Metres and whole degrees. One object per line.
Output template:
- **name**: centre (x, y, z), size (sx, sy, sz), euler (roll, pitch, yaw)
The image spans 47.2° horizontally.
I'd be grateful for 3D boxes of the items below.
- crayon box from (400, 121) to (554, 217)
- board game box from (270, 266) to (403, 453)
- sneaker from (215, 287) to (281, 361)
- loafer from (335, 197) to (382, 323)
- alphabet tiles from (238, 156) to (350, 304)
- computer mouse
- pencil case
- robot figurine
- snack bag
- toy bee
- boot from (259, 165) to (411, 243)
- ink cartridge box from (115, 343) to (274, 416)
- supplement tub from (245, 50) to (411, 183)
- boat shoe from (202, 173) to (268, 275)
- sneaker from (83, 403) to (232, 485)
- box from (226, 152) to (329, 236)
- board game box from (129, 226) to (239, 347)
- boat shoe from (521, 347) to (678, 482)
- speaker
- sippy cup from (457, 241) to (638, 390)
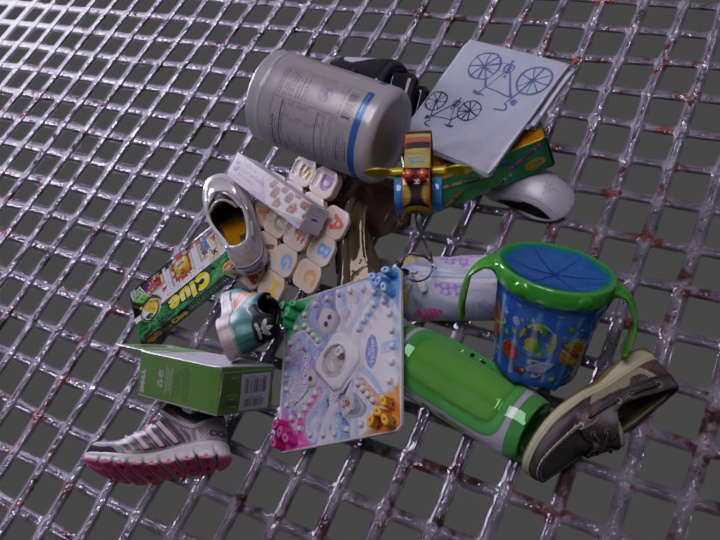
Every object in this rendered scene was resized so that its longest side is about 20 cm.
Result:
- **crayon box**: centre (0.156, -0.167, 1.141), size (0.197, 0.058, 0.120), euler (-21, 49, 14)
- **board game box**: centre (-0.032, 0.110, 1.015), size (0.198, 0.026, 0.204), euler (-19, 59, 36)
- **sneaker**: centre (-0.141, 0.063, 1.090), size (0.079, 0.073, 0.200), euler (-19, 15, -1)
- **loafer**: centre (0.000, 0.000, 1.116), size (0.066, 0.076, 0.204), euler (4, 73, -7)
- **alphabet tiles**: centre (-0.100, -0.057, 1.147), size (0.195, 0.014, 0.203), euler (32, 96, 41)
- **computer mouse**: centre (0.208, -0.130, 1.151), size (0.198, 0.044, 0.110), euler (24, 66, 33)
- **pencil case**: centre (0.144, 0.018, 1.039), size (0.196, 0.091, 0.084), euler (-1, 51, 19)
- **robot figurine**: centre (0.003, -0.259, 1.239), size (0.197, 0.152, 0.125), euler (11, 43, 31)
- **snack bag**: centre (0.166, -0.222, 1.122), size (0.187, 0.021, 0.201), euler (28, 77, 41)
- **toy bee**: centre (0.078, -0.109, 1.018), size (0.129, 0.109, 0.202), euler (-18, 58, -5)
- **boot**: centre (-0.034, -0.075, 1.199), size (0.198, 0.064, 0.188), euler (24, 77, 24)
- **ink cartridge box**: centre (-0.219, 0.138, 1.067), size (0.197, 0.103, 0.061), euler (6, 90, 34)
- **supplement tub**: centre (-0.042, -0.210, 1.117), size (0.197, 0.133, 0.133), euler (24, 66, 23)
- **boat shoe**: centre (-0.187, -0.083, 1.163), size (0.070, 0.070, 0.202), euler (-26, 49, 0)
- **sneaker**: centre (-0.257, 0.218, 1.062), size (0.196, 0.074, 0.089), euler (-8, 53, 9)
- **box**: centre (-0.117, -0.108, 1.143), size (0.199, 0.041, 0.039), euler (36, 100, 42)
- **board game box**: centre (-0.254, 0.014, 1.208), size (0.199, 0.023, 0.106), euler (-38, 50, 10)
- **boat shoe**: centre (0.264, 0.165, 0.901), size (0.200, 0.072, 0.066), euler (-37, 46, -13)
- **speaker**: centre (0.120, 0.140, 0.965), size (0.198, 0.089, 0.089), euler (28, 69, 34)
- **sippy cup**: centre (0.206, 0.055, 0.919), size (0.138, 0.133, 0.177), euler (-14, 32, -39)
